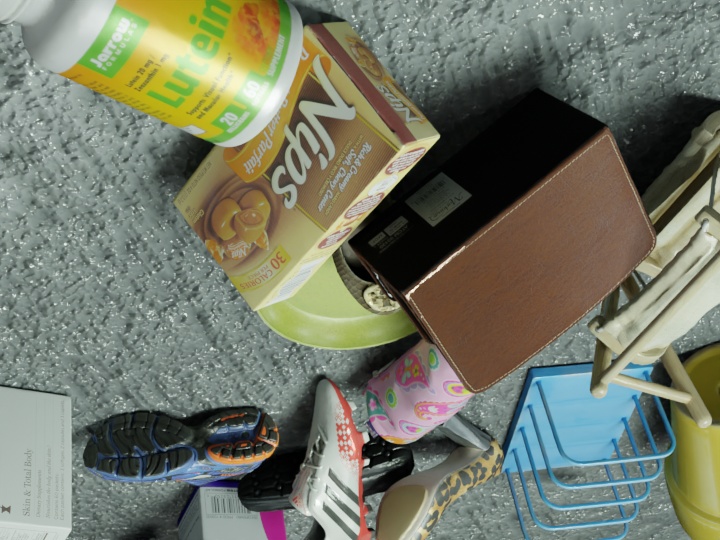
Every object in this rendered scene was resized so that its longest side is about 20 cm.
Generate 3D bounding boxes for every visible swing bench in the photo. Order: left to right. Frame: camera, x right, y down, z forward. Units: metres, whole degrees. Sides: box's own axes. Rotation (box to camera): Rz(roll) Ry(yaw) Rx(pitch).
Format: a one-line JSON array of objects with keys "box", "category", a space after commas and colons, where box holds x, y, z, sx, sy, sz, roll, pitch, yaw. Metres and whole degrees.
[{"box": [0.285, -0.010, 0.975, 0.130, 0.200, 0.199, 18, 132, -19], "category": "swing bench"}]

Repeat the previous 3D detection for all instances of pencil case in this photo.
[{"box": [0.073, 0.100, 1.107, 0.087, 0.088, 0.200, 8, 150, -23], "category": "pencil case"}]

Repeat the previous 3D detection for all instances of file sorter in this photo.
[{"box": [0.251, 0.211, 1.282, 0.139, 0.123, 0.200, -4, 141, -9], "category": "file sorter"}]

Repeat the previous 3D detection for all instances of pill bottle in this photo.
[{"box": [-0.146, -0.165, 0.735, 0.200, 0.111, 0.111, 22, 130, -35], "category": "pill bottle"}]

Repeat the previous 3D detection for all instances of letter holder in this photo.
[{"box": [0.119, -0.020, 0.913, 0.200, 0.101, 0.142, -39, 126, -4], "category": "letter holder"}]

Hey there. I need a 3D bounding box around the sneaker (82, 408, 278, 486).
[{"box": [-0.187, 0.196, 1.191, 0.200, 0.075, 0.078, 0, 143, -12], "category": "sneaker"}]

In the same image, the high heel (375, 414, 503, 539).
[{"box": [0.094, 0.263, 1.265, 0.071, 0.200, 0.143, 8, 156, 45], "category": "high heel"}]

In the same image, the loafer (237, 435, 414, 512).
[{"box": [-0.037, 0.237, 1.280, 0.200, 0.068, 0.070, -14, 132, -4], "category": "loafer"}]

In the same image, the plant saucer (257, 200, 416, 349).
[{"box": [0.000, 0.000, 1.036, 0.200, 0.031, 0.200, -7, 140, -6], "category": "plant saucer"}]

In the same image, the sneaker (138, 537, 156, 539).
[{"box": [-0.304, 0.390, 1.393, 0.088, 0.081, 0.200, 16, 134, -20], "category": "sneaker"}]

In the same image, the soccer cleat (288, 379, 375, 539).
[{"box": [-0.037, 0.211, 1.195, 0.085, 0.069, 0.200, -14, 113, -19], "category": "soccer cleat"}]

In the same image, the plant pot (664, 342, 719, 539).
[{"box": [0.424, 0.187, 1.257, 0.200, 0.201, 0.189, -21, 124, 10], "category": "plant pot"}]

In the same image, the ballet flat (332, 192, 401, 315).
[{"box": [0.005, -0.041, 0.930, 0.067, 0.046, 0.200, -12, 122, -2], "category": "ballet flat"}]

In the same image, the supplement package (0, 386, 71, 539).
[{"box": [-0.394, 0.206, 1.084, 0.200, 0.152, 0.151, 13, 134, -27], "category": "supplement package"}]

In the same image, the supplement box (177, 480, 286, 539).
[{"box": [-0.140, 0.349, 1.283, 0.101, 0.200, 0.103, 8, 137, -22], "category": "supplement box"}]

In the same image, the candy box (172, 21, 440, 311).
[{"box": [-0.046, -0.075, 0.861, 0.200, 0.115, 0.055, -46, 166, 34], "category": "candy box"}]
